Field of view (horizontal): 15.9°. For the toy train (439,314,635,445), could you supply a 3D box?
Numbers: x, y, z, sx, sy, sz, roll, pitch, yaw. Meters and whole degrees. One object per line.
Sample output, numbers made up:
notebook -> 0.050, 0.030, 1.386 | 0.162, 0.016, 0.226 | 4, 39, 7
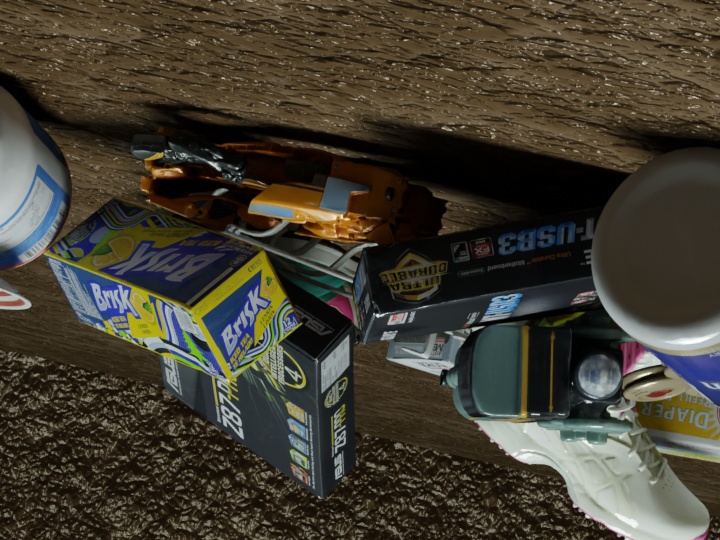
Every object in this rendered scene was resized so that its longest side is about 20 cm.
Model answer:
toy train -> 0.116, 0.070, 1.713 | 0.113, 0.086, 0.200 | 4, 177, -5

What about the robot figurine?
robot figurine -> -0.052, -0.051, 1.667 | 0.199, 0.058, 0.145 | 9, 175, 19

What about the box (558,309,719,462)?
box -> 0.238, 0.079, 1.922 | 0.199, 0.113, 0.101 | 8, 171, 22

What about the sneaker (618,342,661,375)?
sneaker -> 0.237, 0.034, 1.771 | 0.087, 0.074, 0.200 | 0, 167, -8

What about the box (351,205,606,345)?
box -> 0.096, 0.002, 1.608 | 0.198, 0.050, 0.200 | -11, 173, -4

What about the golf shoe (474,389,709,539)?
golf shoe -> 0.175, 0.123, 1.844 | 0.200, 0.092, 0.075 | 35, -148, -1

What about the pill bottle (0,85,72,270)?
pill bottle -> -0.261, -0.069, 1.697 | 0.112, 0.113, 0.200 | 12, 171, 7

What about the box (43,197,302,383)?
box -> -0.128, 0.011, 1.720 | 0.200, 0.070, 0.064 | 19, 142, 53

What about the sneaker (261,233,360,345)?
sneaker -> -0.021, 0.050, 2.094 | 0.083, 0.121, 0.200 | 6, 170, 38

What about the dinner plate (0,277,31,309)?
dinner plate -> -0.317, -0.007, 1.729 | 0.199, 0.024, 0.200 | 13, 173, 2

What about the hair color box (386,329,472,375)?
hair color box -> 0.134, 0.074, 2.231 | 0.199, 0.061, 0.099 | 17, 170, -31

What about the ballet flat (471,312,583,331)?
ballet flat -> 0.111, 0.021, 1.851 | 0.067, 0.067, 0.200 | 56, 162, -3

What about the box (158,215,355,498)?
box -> -0.077, 0.063, 1.881 | 0.161, 0.049, 0.200 | 35, 153, 21

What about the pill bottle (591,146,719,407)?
pill bottle -> 0.218, 0.017, 1.457 | 0.115, 0.116, 0.200 | 8, 165, 32

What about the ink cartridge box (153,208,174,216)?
ink cartridge box -> -0.088, 0.056, 2.022 | 0.160, 0.047, 0.200 | 31, 155, 45

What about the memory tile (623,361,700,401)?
memory tile -> 0.277, 0.051, 1.695 | 0.153, 0.017, 0.200 | -1, 161, -28

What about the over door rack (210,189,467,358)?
over door rack -> 0.000, 0.000, 1.852 | 0.200, 0.067, 0.148 | 32, 179, 21
